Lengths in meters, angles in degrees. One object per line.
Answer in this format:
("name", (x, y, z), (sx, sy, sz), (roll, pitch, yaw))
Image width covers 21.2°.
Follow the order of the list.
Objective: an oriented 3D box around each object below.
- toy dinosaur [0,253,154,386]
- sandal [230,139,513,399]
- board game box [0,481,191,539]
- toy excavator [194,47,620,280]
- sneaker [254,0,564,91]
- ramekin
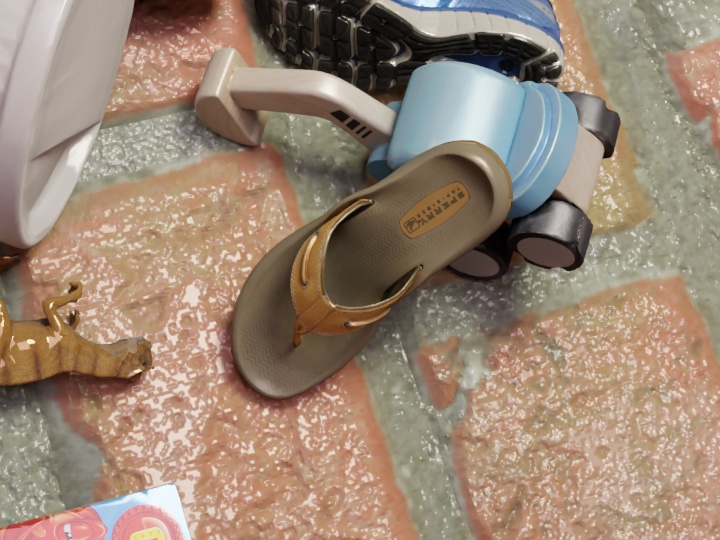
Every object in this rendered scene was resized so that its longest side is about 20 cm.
("toy dinosaur", (-0.211, 0.043, 1.067), (0.199, 0.060, 0.107), (-10, 75, -18))
("sandal", (0.000, 0.000, 1.089), (0.200, 0.054, 0.080), (-38, 96, 18))
("board game box", (-0.167, 0.234, 1.013), (0.195, 0.056, 0.201), (-13, 75, -19))
("toy excavator", (0.026, -0.083, 1.147), (0.200, 0.194, 0.100), (35, 62, -32))
("sneaker", (0.030, -0.161, 1.208), (0.199, 0.079, 0.089), (14, 44, -3))
("ramekin", (-0.196, -0.121, 1.060), (0.094, 0.203, 0.203), (17, 67, 1))
